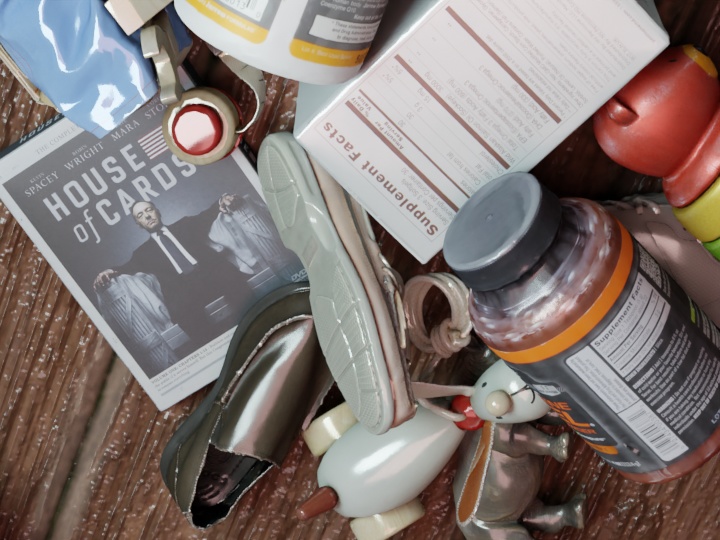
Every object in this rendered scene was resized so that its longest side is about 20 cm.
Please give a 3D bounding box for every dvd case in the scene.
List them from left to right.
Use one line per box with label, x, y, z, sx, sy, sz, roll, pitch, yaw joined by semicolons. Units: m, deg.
dvd case;-0.123;-0.025;1.419;0.150;0.025;0.200;-31;109;13

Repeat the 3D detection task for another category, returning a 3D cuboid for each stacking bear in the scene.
stacking bear;0.230;-0.063;1.332;0.199;0.122;0.114;31;114;-10

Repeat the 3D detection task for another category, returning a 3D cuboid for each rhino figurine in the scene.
rhino figurine;0.099;0.102;1.446;0.087;0.060;0.201;3;112;19

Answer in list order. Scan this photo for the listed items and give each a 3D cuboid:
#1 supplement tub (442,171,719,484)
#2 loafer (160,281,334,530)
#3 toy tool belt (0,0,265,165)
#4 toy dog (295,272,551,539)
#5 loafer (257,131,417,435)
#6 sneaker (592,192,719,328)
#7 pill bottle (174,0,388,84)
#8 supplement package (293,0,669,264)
supplement tub;0.135;0.030;1.304;0.107;0.107;0.200;-37;120;16
loafer;-0.060;0.093;1.426;0.073;0.072;0.200;17;123;-25
toy tool belt;-0.152;-0.134;1.303;0.125;0.123;0.200;-39;95;14
toy dog;0.027;0.110;1.398;0.132;0.096;0.200;42;128;14
loafer;0.000;0.000;1.355;0.063;0.201;0.072;-14;160;-26
sneaker;0.160;-0.023;1.394;0.199;0.076;0.092;26;104;-17
pill bottle;-0.019;-0.214;1.227;0.116;0.116;0.201;21;109;-7
supplement package;0.069;-0.126;1.321;0.200;0.117;0.117;-42;108;17
